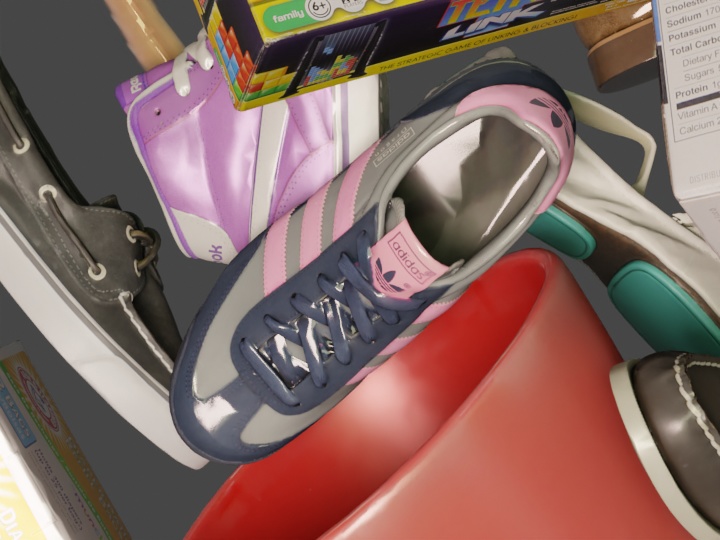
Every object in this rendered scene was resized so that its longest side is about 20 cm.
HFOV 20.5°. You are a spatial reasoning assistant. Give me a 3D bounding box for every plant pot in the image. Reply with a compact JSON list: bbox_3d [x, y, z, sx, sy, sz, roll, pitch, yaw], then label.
[{"bbox_3d":[0.054,0.121,0.751,0.200,0.200,0.178,-41,99,3],"label":"plant pot"}]

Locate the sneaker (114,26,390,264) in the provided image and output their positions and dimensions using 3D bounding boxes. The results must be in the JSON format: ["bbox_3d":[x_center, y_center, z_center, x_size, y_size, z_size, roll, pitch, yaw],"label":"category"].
[{"bbox_3d":[-0.044,-0.101,0.796,0.113,0.073,0.203,1,90,7],"label":"sneaker"}]

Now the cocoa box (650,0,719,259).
[{"bbox_3d":[0.190,-0.061,0.693,0.132,0.200,0.133,-13,64,22],"label":"cocoa box"}]

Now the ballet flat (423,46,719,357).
[{"bbox_3d":[0.113,-0.019,0.802,0.199,0.069,0.070,38,93,1],"label":"ballet flat"}]

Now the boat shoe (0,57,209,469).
[{"bbox_3d":[-0.115,-0.009,0.803,0.057,0.069,0.200,-41,89,2],"label":"boat shoe"}]

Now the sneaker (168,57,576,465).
[{"bbox_3d":[0.000,0.000,0.737,0.070,0.082,0.200,42,98,-9],"label":"sneaker"}]

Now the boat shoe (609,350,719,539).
[{"bbox_3d":[0.153,0.066,0.731,0.060,0.201,0.072,-26,62,21],"label":"boat shoe"}]

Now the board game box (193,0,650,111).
[{"bbox_3d":[0.020,-0.164,0.733,0.198,0.057,0.167,-17,74,-21],"label":"board game box"}]

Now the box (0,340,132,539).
[{"bbox_3d":[-0.201,0.125,0.792,0.199,0.101,0.113,-29,92,2],"label":"box"}]

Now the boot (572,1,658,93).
[{"bbox_3d":[0.174,-0.144,0.792,0.198,0.074,0.076,-21,82,4],"label":"boot"}]
